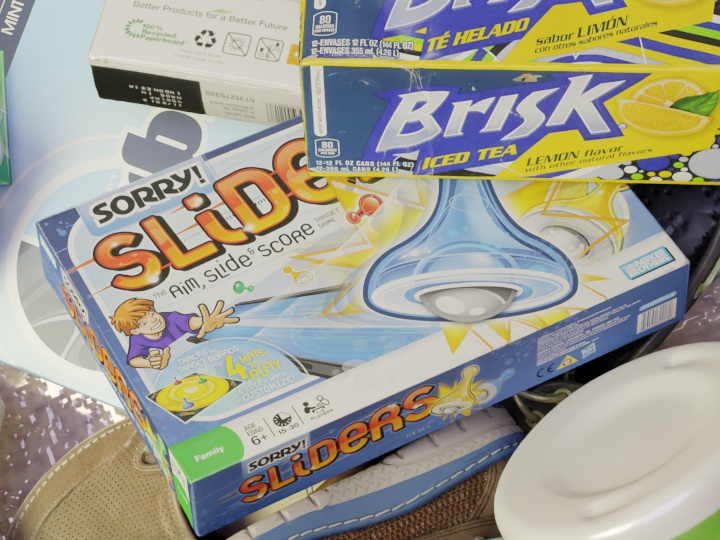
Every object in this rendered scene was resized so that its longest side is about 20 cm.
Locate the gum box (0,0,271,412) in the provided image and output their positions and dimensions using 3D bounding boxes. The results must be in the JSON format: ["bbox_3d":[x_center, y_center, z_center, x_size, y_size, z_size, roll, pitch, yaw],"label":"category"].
[{"bbox_3d":[-0.083,-0.030,1.066,0.199,0.045,0.171,21,89,14],"label":"gum box"}]

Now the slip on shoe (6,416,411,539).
[{"bbox_3d":[-0.062,0.087,1.004,0.199,0.061,0.076,-25,95,23],"label":"slip on shoe"}]

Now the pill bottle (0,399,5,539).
[{"bbox_3d":[-0.204,0.138,1.032,0.111,0.111,0.201,16,93,13],"label":"pill bottle"}]

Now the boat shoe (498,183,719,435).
[{"bbox_3d":[0.074,0.026,1.019,0.072,0.060,0.202,44,94,11],"label":"boat shoe"}]

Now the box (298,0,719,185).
[{"bbox_3d":[0.079,-0.076,0.945,0.199,0.070,0.065,1,55,2],"label":"box"}]

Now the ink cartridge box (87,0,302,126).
[{"bbox_3d":[-0.037,-0.151,1.051,0.094,0.037,0.201,10,64,9],"label":"ink cartridge box"}]

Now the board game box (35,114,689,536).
[{"bbox_3d":[0.000,0.000,0.958,0.199,0.035,0.136,-24,53,-17],"label":"board game box"}]

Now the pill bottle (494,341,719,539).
[{"bbox_3d":[0.140,0.135,0.937,0.111,0.111,0.200,-29,111,8],"label":"pill bottle"}]

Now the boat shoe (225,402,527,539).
[{"bbox_3d":[-0.004,0.118,0.926,0.200,0.072,0.072,-30,71,-27],"label":"boat shoe"}]
